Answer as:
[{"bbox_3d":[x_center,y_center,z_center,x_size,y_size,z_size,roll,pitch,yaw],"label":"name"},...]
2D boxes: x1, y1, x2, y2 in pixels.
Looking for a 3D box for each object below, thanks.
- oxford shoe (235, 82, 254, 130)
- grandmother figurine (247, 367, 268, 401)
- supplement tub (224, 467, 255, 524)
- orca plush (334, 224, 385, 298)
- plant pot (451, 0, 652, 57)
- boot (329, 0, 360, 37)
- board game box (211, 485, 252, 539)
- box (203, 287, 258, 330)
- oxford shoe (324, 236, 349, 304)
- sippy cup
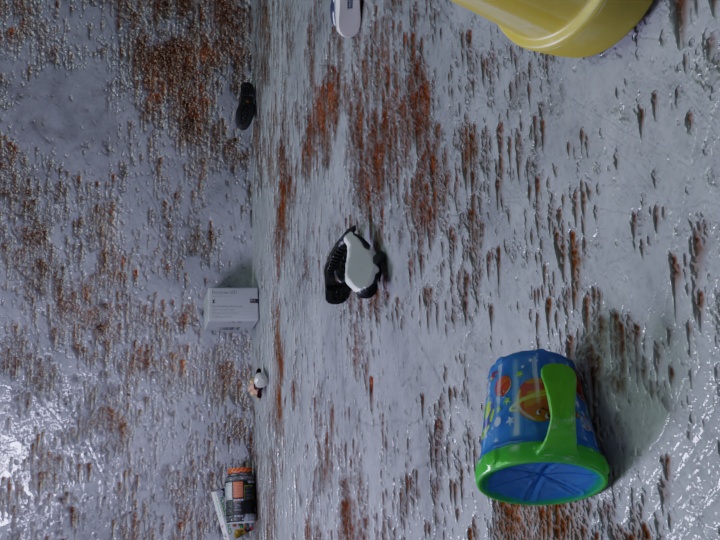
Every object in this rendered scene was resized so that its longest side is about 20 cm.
[{"bbox_3d":[-0.458,-0.641,3.250,0.085,0.071,0.204,123,156,-65],"label":"oxford shoe"},{"bbox_3d":[-0.372,0.411,2.944,0.200,0.059,0.124,124,135,-67],"label":"grandmother figurine"},{"bbox_3d":[-0.461,0.865,3.126,0.123,0.120,0.205,130,139,-66],"label":"supplement tub"},{"bbox_3d":[0.000,0.000,1.603,0.200,0.104,0.072,48,171,53],"label":"orca plush"},{"bbox_3d":[0.156,-0.316,0.767,0.199,0.185,0.206,-2,87,60],"label":"plant pot"},{"bbox_3d":[-0.034,-0.610,1.737,0.091,0.071,0.204,-123,36,-54],"label":"boot"},{"bbox_3d":[-0.501,0.939,3.173,0.034,0.125,0.204,-19,87,39],"label":"board game box"},{"bbox_3d":[-0.506,0.152,3.172,0.200,0.194,0.134,135,133,-68],"label":"box"},{"bbox_3d":[-0.050,-0.017,1.779,0.202,0.071,0.086,111,156,-50],"label":"oxford shoe"},{"bbox_3d":[0.184,0.161,0.854,0.177,0.138,0.133,-34,42,42],"label":"sippy cup"}]
